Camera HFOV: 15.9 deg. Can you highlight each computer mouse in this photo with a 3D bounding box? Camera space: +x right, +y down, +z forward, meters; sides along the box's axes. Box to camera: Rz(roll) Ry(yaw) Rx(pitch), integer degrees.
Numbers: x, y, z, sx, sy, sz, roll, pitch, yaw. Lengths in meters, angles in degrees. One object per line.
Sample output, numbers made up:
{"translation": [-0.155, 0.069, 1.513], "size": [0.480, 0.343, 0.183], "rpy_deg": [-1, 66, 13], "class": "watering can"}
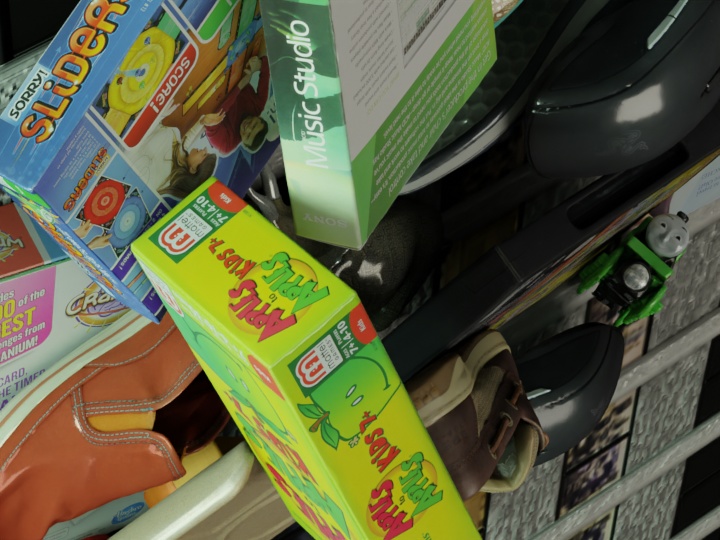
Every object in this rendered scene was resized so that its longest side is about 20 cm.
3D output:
{"translation": [0.156, -0.125, 1.171], "size": [0.200, 0.046, 0.141], "rpy_deg": [-35, 142, -22], "class": "computer mouse"}
{"translation": [0.072, 0.114, 1.474], "size": [0.199, 0.046, 0.141], "rpy_deg": [-24, 146, -16], "class": "computer mouse"}

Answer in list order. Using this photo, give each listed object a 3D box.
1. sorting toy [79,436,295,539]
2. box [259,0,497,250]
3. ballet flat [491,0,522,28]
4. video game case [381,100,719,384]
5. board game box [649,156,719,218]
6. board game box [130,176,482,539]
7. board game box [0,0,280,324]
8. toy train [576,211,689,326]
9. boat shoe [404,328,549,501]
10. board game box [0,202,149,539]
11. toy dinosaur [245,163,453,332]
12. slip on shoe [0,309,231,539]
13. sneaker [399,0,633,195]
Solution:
{"translation": [-0.093, 0.131, 1.253], "size": [0.185, 0.037, 0.200], "rpy_deg": [-36, 168, 15], "class": "sorting toy"}
{"translation": [0.006, -0.130, 1.043], "size": [0.145, 0.036, 0.201], "rpy_deg": [-54, 146, -43], "class": "box"}
{"translation": [0.092, -0.189, 1.151], "size": [0.200, 0.070, 0.065], "rpy_deg": [-49, 136, -2], "class": "ballet flat"}
{"translation": [0.083, -0.001, 1.296], "size": [0.180, 0.026, 0.200], "rpy_deg": [-32, 173, -37], "class": "video game case"}
{"translation": [0.243, -0.142, 1.413], "size": [0.199, 0.043, 0.200], "rpy_deg": [-26, 144, -32], "class": "board game box"}
{"translation": [-0.016, 0.061, 1.081], "size": [0.048, 0.101, 0.200], "rpy_deg": [-40, 138, -13], "class": "board game box"}
{"translation": [-0.063, -0.092, 1.052], "size": [0.201, 0.034, 0.135], "rpy_deg": [-56, 152, -11], "class": "board game box"}
{"translation": [0.151, -0.002, 1.397], "size": [0.056, 0.042, 0.200], "rpy_deg": [-49, 177, -2], "class": "toy train"}
{"translation": [0.053, 0.079, 1.257], "size": [0.072, 0.072, 0.200], "rpy_deg": [-36, 176, 7], "class": "boat shoe"}
{"translation": [-0.145, 0.053, 1.161], "size": [0.152, 0.040, 0.201], "rpy_deg": [-19, 140, -39], "class": "board game box"}
{"translation": [0.000, 0.000, 1.246], "size": [0.199, 0.077, 0.102], "rpy_deg": [-2, 144, -45], "class": "toy dinosaur"}
{"translation": [-0.106, 0.072, 1.131], "size": [0.200, 0.061, 0.074], "rpy_deg": [-39, 151, -10], "class": "slip on shoe"}
{"translation": [0.087, -0.086, 1.252], "size": [0.202, 0.077, 0.146], "rpy_deg": [-44, 147, -6], "class": "sneaker"}
